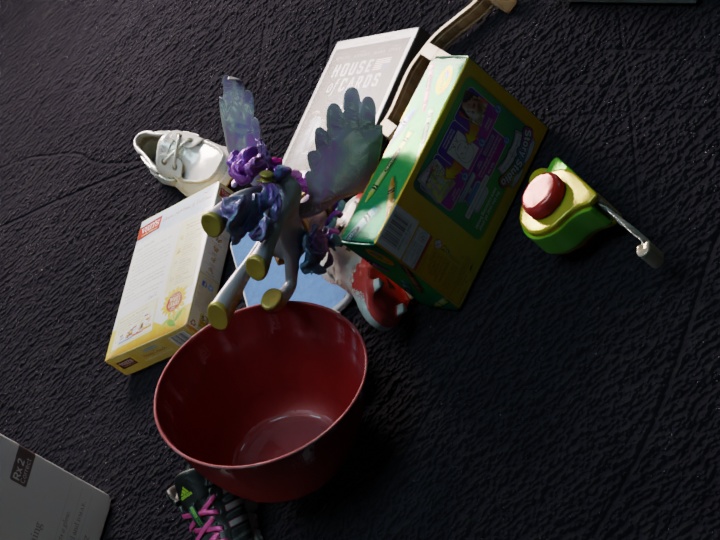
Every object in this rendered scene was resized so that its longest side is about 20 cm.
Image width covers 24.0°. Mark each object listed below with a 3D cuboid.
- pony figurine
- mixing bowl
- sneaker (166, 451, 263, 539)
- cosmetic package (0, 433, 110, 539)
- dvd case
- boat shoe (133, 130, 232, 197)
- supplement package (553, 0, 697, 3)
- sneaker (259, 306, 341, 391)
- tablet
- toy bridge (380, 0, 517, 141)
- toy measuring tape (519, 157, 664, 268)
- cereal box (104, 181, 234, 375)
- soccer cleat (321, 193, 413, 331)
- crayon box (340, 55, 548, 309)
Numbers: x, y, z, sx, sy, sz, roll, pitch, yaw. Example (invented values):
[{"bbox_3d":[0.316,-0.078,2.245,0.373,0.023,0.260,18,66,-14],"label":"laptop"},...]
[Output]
[{"bbox_3d":[-0.074,-0.066,1.558,0.165,0.195,0.200,14,38,20],"label":"pony figurine"},{"bbox_3d":[-0.078,0.135,1.538,0.198,0.109,0.201,-10,42,9],"label":"mixing bowl"},{"bbox_3d":[-0.141,0.228,1.584,0.073,0.087,0.201,-33,38,30],"label":"sneaker"},{"bbox_3d":[-0.400,0.281,1.766,0.164,0.199,0.166,-22,45,40],"label":"cosmetic package"},{"bbox_3d":[-0.012,-0.169,1.841,0.150,0.025,0.202,-1,61,52],"label":"dvd case"},{"bbox_3d":[-0.216,-0.134,2.031,0.199,0.069,0.071,12,68,55],"label":"boat shoe"},{"bbox_3d":[0.244,-0.367,1.576,0.199,0.147,0.192,15,73,56],"label":"supplement package"},{"bbox_3d":[-0.100,0.093,1.645,0.199,0.088,0.082,-35,46,28],"label":"sneaker"},{"bbox_3d":[-0.073,-0.002,1.758,0.130,0.014,0.201,-41,42,21],"label":"tablet"},{"bbox_3d":[0.085,-0.218,1.759,0.201,0.027,0.067,-53,31,2],"label":"toy bridge"},{"bbox_3d":[0.184,-0.033,1.422,0.074,0.073,0.200,-49,32,8],"label":"toy measuring tape"},{"bbox_3d":[-0.212,0.008,1.924,0.143,0.039,0.202,-23,43,39],"label":"cereal box"},{"bbox_3d":[0.000,0.000,1.629,0.085,0.069,0.201,-34,33,20],"label":"soccer cleat"},{"bbox_3d":[0.079,-0.081,1.554,0.058,0.118,0.201,7,66,54],"label":"crayon box"}]
